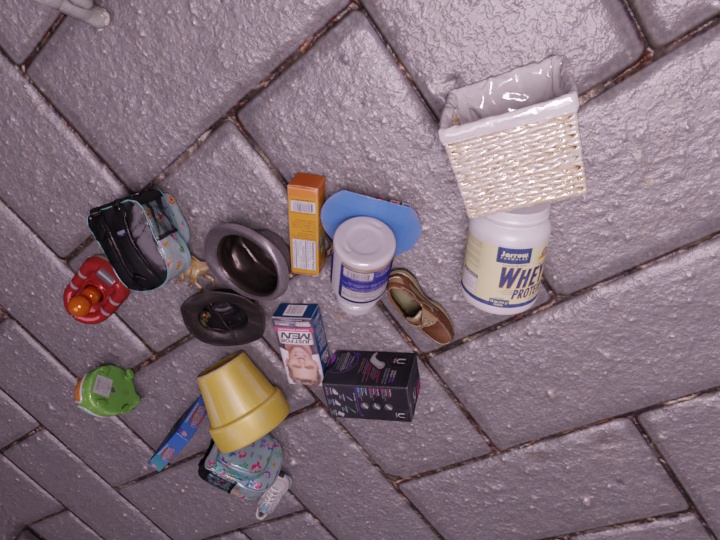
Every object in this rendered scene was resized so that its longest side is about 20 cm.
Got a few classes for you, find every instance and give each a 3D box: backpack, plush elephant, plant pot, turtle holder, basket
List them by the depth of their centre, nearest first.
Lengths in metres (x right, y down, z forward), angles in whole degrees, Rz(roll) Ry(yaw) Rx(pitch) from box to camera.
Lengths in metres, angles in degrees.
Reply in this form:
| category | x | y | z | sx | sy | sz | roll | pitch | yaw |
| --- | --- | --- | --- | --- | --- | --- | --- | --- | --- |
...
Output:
| category | x | y | z | sx | sy | sz | roll | pitch | yaw |
| --- | --- | --- | --- | --- | --- | --- | --- | --- | --- |
| basket | 0.244 | -0.209 | 0.863 | 0.199 | 0.199 | 0.162 | -12 | 121 | 23 |
| plush elephant | -0.515 | -0.531 | 0.921 | 0.164 | 0.200 | 0.155 | 36 | 106 | 2 |
| backpack | -0.462 | -0.062 | 1.192 | 0.175 | 0.153 | 0.201 | -13 | 102 | 24 |
| plant pot | -0.303 | 0.313 | 1.370 | 0.200 | 0.201 | 0.190 | -24 | 96 | 28 |
| backpack | -0.312 | 0.512 | 1.498 | 0.199 | 0.178 | 0.151 | 35 | 130 | -11 |
| turtle holder | -0.707 | 0.339 | 1.547 | 0.131 | 0.185 | 0.142 | -18 | 83 | 25 |

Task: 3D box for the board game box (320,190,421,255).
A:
| category | x | y | z | sx | sy | sz | roll | pitch | yaw |
| --- | --- | --- | --- | --- | --- | --- | --- | --- | --- |
| board game box | 0.022 | -0.101 | 1.086 | 0.199 | 0.039 | 0.158 | 15 | 145 | -1 |

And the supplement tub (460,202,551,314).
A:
| category | x | y | z | sx | sy | sz | roll | pitch | yaw |
| --- | --- | --- | --- | --- | --- | --- | --- | --- | --- |
| supplement tub | 0.261 | -0.038 | 0.993 | 0.144 | 0.145 | 0.201 | 8 | 124 | 12 |

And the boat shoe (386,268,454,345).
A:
| category | x | y | z | sx | sy | sz | roll | pitch | yaw |
| --- | --- | --- | --- | --- | --- | --- | --- | --- | --- |
| boat shoe | 0.119 | 0.088 | 1.159 | 0.076 | 0.074 | 0.200 | -35 | 106 | 32 |

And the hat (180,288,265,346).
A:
| category | x | y | z | sx | sy | sz | roll | pitch | yaw |
| --- | --- | --- | --- | --- | --- | --- | --- | --- | --- |
| hat | -0.310 | 0.092 | 1.284 | 0.199 | 0.081 | 0.202 | 3 | 131 | 4 |

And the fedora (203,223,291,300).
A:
| category | x | y | z | sx | sy | sz | roll | pitch | yaw |
| --- | --- | --- | --- | --- | --- | --- | --- | --- | --- |
| fedora | -0.224 | -0.031 | 1.175 | 0.199 | 0.090 | 0.178 | 25 | 128 | 12 |

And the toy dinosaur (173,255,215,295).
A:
| category | x | y | z | sx | sy | sz | roll | pitch | yaw |
| --- | --- | --- | --- | --- | --- | --- | --- | --- | --- |
| toy dinosaur | -0.376 | 0.004 | 1.268 | 0.199 | 0.058 | 0.102 | -3 | 119 | 19 |

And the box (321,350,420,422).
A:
| category | x | y | z | sx | sy | sz | roll | pitch | yaw |
| --- | --- | --- | --- | --- | --- | --- | --- | --- | --- |
| box | 0.028 | 0.263 | 1.267 | 0.198 | 0.122 | 0.107 | -1 | 121 | 18 |

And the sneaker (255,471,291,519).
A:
| category | x | y | z | sx | sy | sz | roll | pitch | yaw |
| --- | --- | --- | --- | --- | --- | --- | --- | --- | --- |
| sneaker | -0.263 | 0.674 | 1.639 | 0.075 | 0.087 | 0.201 | 25 | 124 | 2 |

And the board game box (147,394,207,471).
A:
| category | x | y | z | sx | sy | sz | roll | pitch | yaw |
| --- | --- | --- | --- | --- | --- | --- | --- | --- | --- |
| board game box | -0.494 | 0.445 | 1.524 | 0.045 | 0.152 | 0.200 | 39 | 125 | -10 |

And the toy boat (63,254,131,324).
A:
| category | x | y | z | sx | sy | sz | roll | pitch | yaw |
| --- | --- | --- | --- | --- | --- | --- | --- | --- | --- |
| toy boat | -0.661 | 0.065 | 1.349 | 0.130 | 0.131 | 0.200 | 43 | 123 | -12 |

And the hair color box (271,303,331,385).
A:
| category | x | y | z | sx | sy | sz | roll | pitch | yaw |
| --- | --- | --- | --- | --- | --- | --- | --- | --- | --- |
| hair color box | -0.134 | 0.176 | 1.301 | 0.099 | 0.061 | 0.201 | 1 | 122 | 17 |

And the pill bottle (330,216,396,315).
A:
| category | x | y | z | sx | sy | sz | roll | pitch | yaw |
| --- | --- | --- | --- | --- | --- | --- | --- | --- | --- |
| pill bottle | 0.000 | 0.000 | 1.092 | 0.119 | 0.120 | 0.201 | 17 | 145 | 6 |

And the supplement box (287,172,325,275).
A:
| category | x | y | z | sx | sy | sz | roll | pitch | yaw |
| --- | --- | --- | --- | --- | --- | --- | --- | --- | --- |
| supplement box | -0.107 | -0.091 | 1.121 | 0.068 | 0.067 | 0.201 | 9 | 124 | 7 |
